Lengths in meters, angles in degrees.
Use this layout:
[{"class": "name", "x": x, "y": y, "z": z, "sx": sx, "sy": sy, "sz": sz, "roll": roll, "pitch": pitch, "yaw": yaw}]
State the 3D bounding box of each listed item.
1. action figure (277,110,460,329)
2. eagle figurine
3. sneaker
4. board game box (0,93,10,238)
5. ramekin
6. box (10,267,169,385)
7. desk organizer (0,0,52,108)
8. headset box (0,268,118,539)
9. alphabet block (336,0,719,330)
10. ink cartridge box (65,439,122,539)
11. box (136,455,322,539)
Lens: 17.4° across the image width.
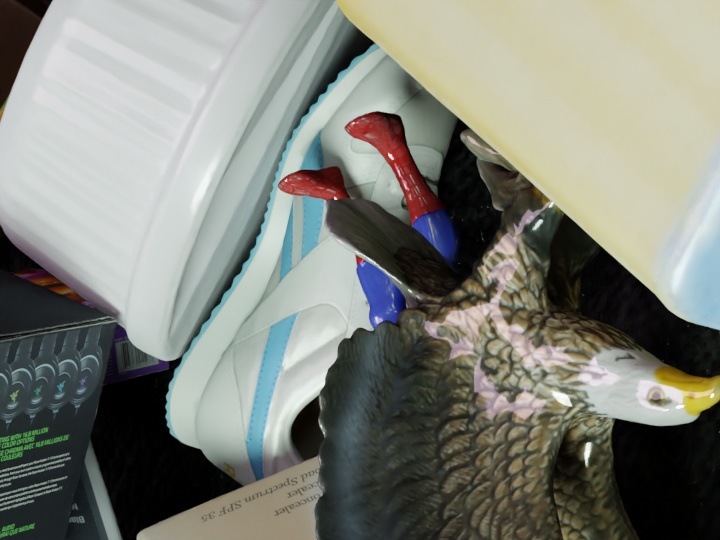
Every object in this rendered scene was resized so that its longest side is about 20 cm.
[{"class": "action figure", "x": 0.033, "y": 0.040, "z": 0.868, "sx": 0.065, "sy": 0.052, "sz": 0.200, "roll": -37, "pitch": 74, "yaw": 30}, {"class": "eagle figurine", "x": 0.058, "y": 0.055, "z": 0.755, "sx": 0.151, "sy": 0.151, "sz": 0.201, "roll": 157, "pitch": 121, "yaw": -80}, {"class": "sneaker", "x": 0.000, "y": 0.000, "z": 0.953, "sx": 0.081, "sy": 0.076, "sz": 0.200, "roll": 31, "pitch": 102, "yaw": 30}, {"class": "board game box", "x": -0.156, "y": -0.082, "z": 1.183, "sx": 0.200, "sy": 0.030, "sz": 0.096, "roll": -55, "pitch": -4, "yaw": 31}, {"class": "ramekin", "x": -0.071, "y": -0.071, "z": 0.952, "sx": 0.203, "sy": 0.094, "sz": 0.202, "roll": -61, "pitch": -5, "yaw": -9}, {"class": "box", "x": -0.211, "y": 0.040, "z": 1.116, "sx": 0.137, "sy": 0.200, "sz": 0.039, "roll": 10, "pitch": 109, "yaw": 55}, {"class": "desk organizer", "x": -0.241, "y": -0.074, "z": 1.251, "sx": 0.200, "sy": 0.077, "sz": 0.072, "roll": -51, "pitch": 38, "yaw": 9}, {"class": "headset box", "x": -0.206, "y": 0.074, "z": 0.928, "sx": 0.174, "sy": 0.093, "sz": 0.201, "roll": 22, "pitch": 104, "yaw": 26}, {"class": "alphabet block", "x": 0.143, "y": -0.097, "z": 0.665, "sx": 0.196, "sy": 0.196, "sz": 0.200, "roll": -62, "pitch": 37, "yaw": 17}, {"class": "ink cartridge box", "x": -0.116, "y": 0.206, "z": 1.001, "sx": 0.199, "sy": 0.043, "sz": 0.200, "roll": 101, "pitch": 153, "yaw": -42}, {"class": "box", "x": -0.001, "y": 0.165, "z": 0.851, "sx": 0.200, "sy": 0.095, "sz": 0.078, "roll": 50, "pitch": 157, "yaw": 48}]
